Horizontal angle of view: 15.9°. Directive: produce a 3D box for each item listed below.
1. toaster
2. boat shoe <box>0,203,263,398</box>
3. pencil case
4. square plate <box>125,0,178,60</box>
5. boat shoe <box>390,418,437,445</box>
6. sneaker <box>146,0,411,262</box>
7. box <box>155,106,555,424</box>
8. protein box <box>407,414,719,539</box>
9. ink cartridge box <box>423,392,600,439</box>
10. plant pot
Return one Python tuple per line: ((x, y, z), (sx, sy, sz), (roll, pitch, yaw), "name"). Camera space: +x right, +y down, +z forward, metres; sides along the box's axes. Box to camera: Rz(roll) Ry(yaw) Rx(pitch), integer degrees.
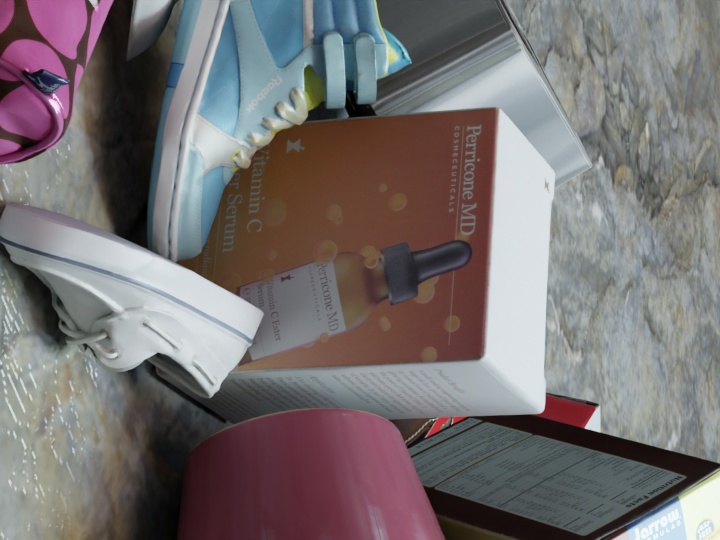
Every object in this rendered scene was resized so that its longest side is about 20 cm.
((0.047, -0.129, 1.635), (0.181, 0.119, 0.200), (51, 13, -53), "toaster")
((-0.122, 0.021, 1.353), (0.200, 0.074, 0.065), (28, 84, -50), "boat shoe")
((-0.160, -0.152, 1.270), (0.094, 0.091, 0.200), (53, 37, -40), "pencil case")
((-0.090, -0.242, 1.398), (0.198, 0.028, 0.200), (111, -11, -62), "square plate")
((0.043, 0.058, 1.709), (0.200, 0.070, 0.070), (-58, 140, -52), "boat shoe")
((-0.044, -0.091, 1.431), (0.080, 0.130, 0.200), (-121, -136, -83), "sneaker")
((0.000, 0.000, 1.483), (0.106, 0.200, 0.152), (41, 49, -60), "box")
((0.115, 0.209, 1.542), (0.135, 0.200, 0.199), (-24, 113, -35), "protein box")
((0.091, 0.173, 1.757), (0.200, 0.084, 0.176), (-54, 148, -45), "ink cartridge box")
((-0.025, 0.182, 1.436), (0.200, 0.200, 0.179), (45, 31, -58), "plant pot")
